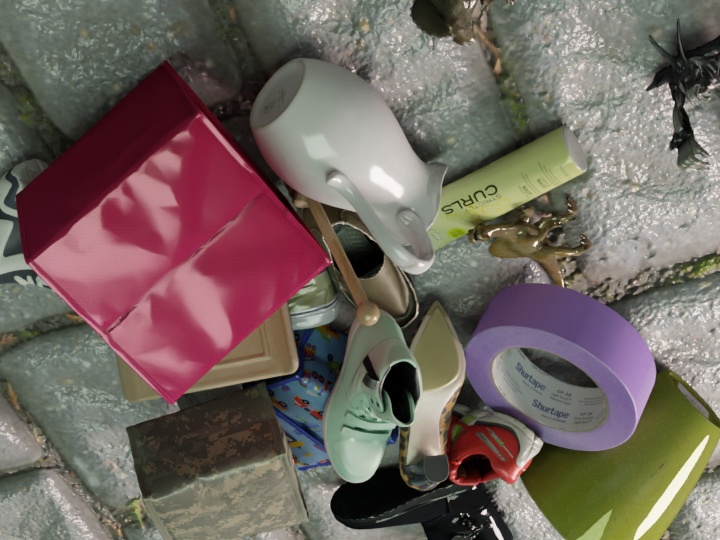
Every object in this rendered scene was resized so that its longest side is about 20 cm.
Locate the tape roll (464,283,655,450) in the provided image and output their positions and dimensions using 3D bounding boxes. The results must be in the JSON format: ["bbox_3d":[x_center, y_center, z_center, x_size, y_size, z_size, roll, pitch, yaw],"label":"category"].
[{"bbox_3d":[0.214,0.106,1.512,0.199,0.066,0.201,21,144,16],"label":"tape roll"}]

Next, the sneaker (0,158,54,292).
[{"bbox_3d":[-0.324,-0.004,1.441,0.129,0.080,0.200,-27,111,32],"label":"sneaker"}]

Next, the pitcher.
[{"bbox_3d":[-0.005,-0.095,1.320,0.121,0.172,0.199,-40,122,23],"label":"pitcher"}]

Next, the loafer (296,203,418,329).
[{"bbox_3d":[0.000,0.000,1.461,0.075,0.070,0.200,-35,124,7],"label":"loafer"}]

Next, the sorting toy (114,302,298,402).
[{"bbox_3d":[-0.171,0.031,1.465,0.198,0.036,0.187,-11,92,11],"label":"sorting toy"}]

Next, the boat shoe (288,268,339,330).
[{"bbox_3d":[-0.123,0.034,1.510,0.198,0.072,0.063,-10,112,-1],"label":"boat shoe"}]

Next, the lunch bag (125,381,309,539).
[{"bbox_3d":[-0.151,0.235,1.543,0.163,0.118,0.201,-18,141,-5],"label":"lunch bag"}]

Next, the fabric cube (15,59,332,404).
[{"bbox_3d":[-0.177,-0.039,1.300,0.199,0.196,0.200,-41,116,0],"label":"fabric cube"}]

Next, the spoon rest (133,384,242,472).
[{"bbox_3d":[-0.193,0.170,1.608,0.060,0.099,0.201,-16,148,-52],"label":"spoon rest"}]

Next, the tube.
[{"bbox_3d":[0.133,-0.079,1.421,0.199,0.052,0.058,-26,93,26],"label":"tube"}]

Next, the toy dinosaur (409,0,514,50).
[{"bbox_3d":[0.081,-0.277,1.224,0.102,0.077,0.202,11,124,34],"label":"toy dinosaur"}]

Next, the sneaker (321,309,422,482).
[{"bbox_3d":[0.012,0.155,1.459,0.073,0.118,0.202,0,115,-18],"label":"sneaker"}]

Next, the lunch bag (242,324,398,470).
[{"bbox_3d":[-0.069,0.155,1.608,0.150,0.095,0.199,35,136,-25],"label":"lunch bag"}]

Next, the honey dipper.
[{"bbox_3d":[-0.029,-0.029,1.364,0.038,0.201,0.038,-20,153,-11],"label":"honey dipper"}]

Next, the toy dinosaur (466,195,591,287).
[{"bbox_3d":[0.187,-0.029,1.467,0.101,0.059,0.199,-25,146,30],"label":"toy dinosaur"}]

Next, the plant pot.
[{"bbox_3d":[0.314,0.217,1.608,0.187,0.188,0.200,36,107,-28],"label":"plant pot"}]

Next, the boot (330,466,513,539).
[{"bbox_3d":[0.079,0.318,1.743,0.198,0.077,0.169,-18,126,6],"label":"boot"}]

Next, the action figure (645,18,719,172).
[{"bbox_3d":[0.352,-0.151,1.326,0.199,0.103,0.119,31,135,-27],"label":"action figure"}]

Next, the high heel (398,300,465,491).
[{"bbox_3d":[0.070,0.142,1.557,0.071,0.202,0.143,3,168,-6],"label":"high heel"}]

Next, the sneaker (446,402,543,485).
[{"bbox_3d":[0.117,0.202,1.594,0.077,0.085,0.199,45,155,-24],"label":"sneaker"}]
